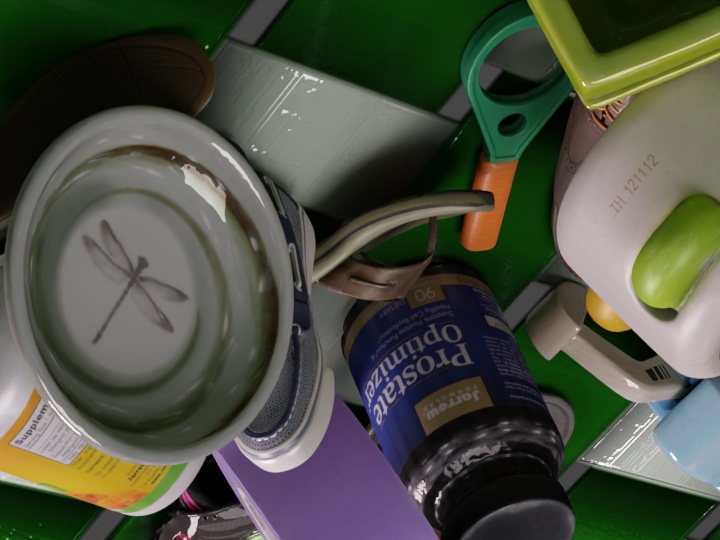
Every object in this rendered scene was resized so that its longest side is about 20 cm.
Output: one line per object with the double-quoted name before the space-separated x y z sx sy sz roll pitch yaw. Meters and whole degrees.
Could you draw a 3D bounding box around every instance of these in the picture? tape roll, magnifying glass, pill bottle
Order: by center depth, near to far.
"pill bottle" -0.189 0.063 1.452 0.200 0.111 0.111 25 121 -38
"magnifying glass" 0.092 -0.090 1.590 0.079 0.022 0.200 -7 136 -19
"tape roll" -0.011 0.170 1.624 0.085 0.200 0.200 -33 140 -7
"pill bottle" 0.067 0.100 1.643 0.111 0.200 0.112 -14 139 -12

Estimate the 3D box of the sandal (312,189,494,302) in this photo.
"sandal" 0.000 0.000 1.594 0.200 0.058 0.080 -28 175 14

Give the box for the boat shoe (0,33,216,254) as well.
"boat shoe" -0.174 -0.070 1.458 0.199 0.073 0.065 -29 166 -6

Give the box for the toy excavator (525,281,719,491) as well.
"toy excavator" 0.224 0.082 1.761 0.100 0.195 0.200 -46 163 26

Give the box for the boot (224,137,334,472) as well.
"boot" -0.070 0.019 1.499 0.073 0.201 0.090 -24 138 18

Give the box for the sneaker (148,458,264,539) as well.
"sneaker" -0.111 0.173 1.752 0.200 0.077 0.084 -37 126 7

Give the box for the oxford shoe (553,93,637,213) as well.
"oxford shoe" 0.157 -0.111 1.533 0.073 0.071 0.201 -16 134 -53

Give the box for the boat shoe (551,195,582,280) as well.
"boat shoe" 0.182 -0.061 1.619 0.075 0.072 0.200 0 135 -24

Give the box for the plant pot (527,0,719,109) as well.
"plant pot" 0.164 -0.205 1.344 0.198 0.201 0.181 -24 173 1

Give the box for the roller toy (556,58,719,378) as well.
"roller toy" 0.211 -0.042 1.475 0.182 0.140 0.200 -42 160 -9

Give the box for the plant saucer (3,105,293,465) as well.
"plant saucer" -0.126 0.010 1.407 0.200 0.201 0.050 20 160 -39

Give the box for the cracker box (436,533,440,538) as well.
"cracker box" -0.028 0.221 1.820 0.199 0.058 0.134 -24 141 17

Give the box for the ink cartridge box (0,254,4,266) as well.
"ink cartridge box" -0.167 0.046 1.579 0.116 0.067 0.200 -34 138 12

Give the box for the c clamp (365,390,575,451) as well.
"c clamp" 0.070 0.143 1.826 0.200 0.027 0.171 19 125 -39
